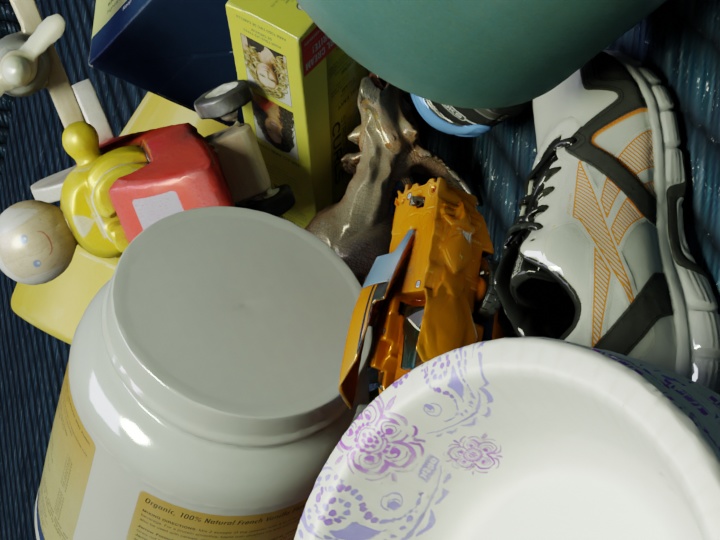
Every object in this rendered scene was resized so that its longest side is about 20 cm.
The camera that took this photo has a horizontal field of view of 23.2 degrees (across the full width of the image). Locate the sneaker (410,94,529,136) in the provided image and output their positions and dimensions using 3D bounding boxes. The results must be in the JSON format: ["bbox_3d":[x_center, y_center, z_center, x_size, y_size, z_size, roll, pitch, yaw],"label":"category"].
[{"bbox_3d":[0.072,-0.168,0.883,0.082,0.070,0.201,4,89,57],"label":"sneaker"}]

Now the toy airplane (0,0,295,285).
[{"bbox_3d":[-0.143,-0.040,0.951,0.200,0.141,0.200,47,152,23],"label":"toy airplane"}]

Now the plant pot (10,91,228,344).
[{"bbox_3d":[-0.116,-0.024,1.217,0.190,0.200,0.201,-67,19,-1],"label":"plant pot"}]

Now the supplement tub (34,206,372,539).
[{"bbox_3d":[-0.077,0.080,0.853,0.201,0.143,0.145,113,155,-46],"label":"supplement tub"}]

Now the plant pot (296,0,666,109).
[{"bbox_3d":[0.074,-0.185,0.684,0.161,0.199,0.202,-25,60,53],"label":"plant pot"}]

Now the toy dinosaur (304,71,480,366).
[{"bbox_3d":[0.000,0.000,0.949,0.201,0.085,0.136,-66,-4,37],"label":"toy dinosaur"}]

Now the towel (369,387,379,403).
[{"bbox_3d":[-0.047,0.141,1.010,0.200,0.018,0.086,-51,-5,11],"label":"towel"}]

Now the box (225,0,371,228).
[{"bbox_3d":[-0.024,-0.088,0.955,0.075,0.050,0.201,-49,-26,-28],"label":"box"}]

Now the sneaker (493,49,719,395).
[{"bbox_3d":[0.094,-0.022,0.738,0.074,0.079,0.201,114,156,-46],"label":"sneaker"}]

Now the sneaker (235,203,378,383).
[{"bbox_3d":[-0.058,0.005,1.056,0.200,0.091,0.078,38,120,24],"label":"sneaker"}]

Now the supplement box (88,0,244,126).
[{"bbox_3d":[-0.047,-0.222,1.024,0.200,0.134,0.201,-35,44,43],"label":"supplement box"}]

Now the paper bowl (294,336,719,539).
[{"bbox_3d":[0.076,0.130,0.634,0.200,0.104,0.202,-11,72,38],"label":"paper bowl"}]

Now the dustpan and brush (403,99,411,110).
[{"bbox_3d":[0.007,-0.120,1.045,0.200,0.057,0.141,22,100,55],"label":"dustpan and brush"}]

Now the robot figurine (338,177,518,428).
[{"bbox_3d":[0.045,0.071,0.770,0.058,0.144,0.202,-9,65,57],"label":"robot figurine"}]
